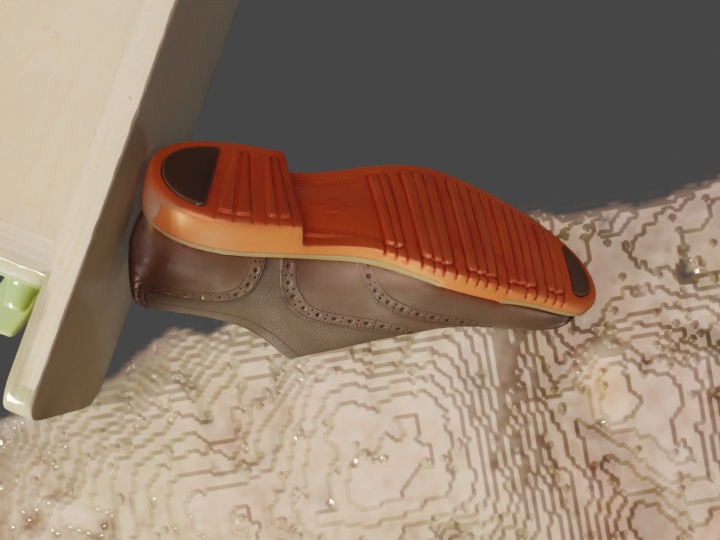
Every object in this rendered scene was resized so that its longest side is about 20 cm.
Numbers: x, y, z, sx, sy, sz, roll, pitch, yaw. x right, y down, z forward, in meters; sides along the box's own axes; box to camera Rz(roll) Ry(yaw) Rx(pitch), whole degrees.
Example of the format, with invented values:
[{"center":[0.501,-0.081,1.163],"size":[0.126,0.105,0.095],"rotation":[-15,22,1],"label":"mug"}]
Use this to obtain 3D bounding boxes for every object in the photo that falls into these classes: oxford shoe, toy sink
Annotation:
[{"center":[0.000,0.000,0.889],"size":[0.199,0.071,0.073],"rotation":[12,126,-13],"label":"oxford shoe"},{"center":[-0.140,-0.053,0.873],"size":[0.112,0.130,0.201],"rotation":[20,92,5],"label":"toy sink"}]
